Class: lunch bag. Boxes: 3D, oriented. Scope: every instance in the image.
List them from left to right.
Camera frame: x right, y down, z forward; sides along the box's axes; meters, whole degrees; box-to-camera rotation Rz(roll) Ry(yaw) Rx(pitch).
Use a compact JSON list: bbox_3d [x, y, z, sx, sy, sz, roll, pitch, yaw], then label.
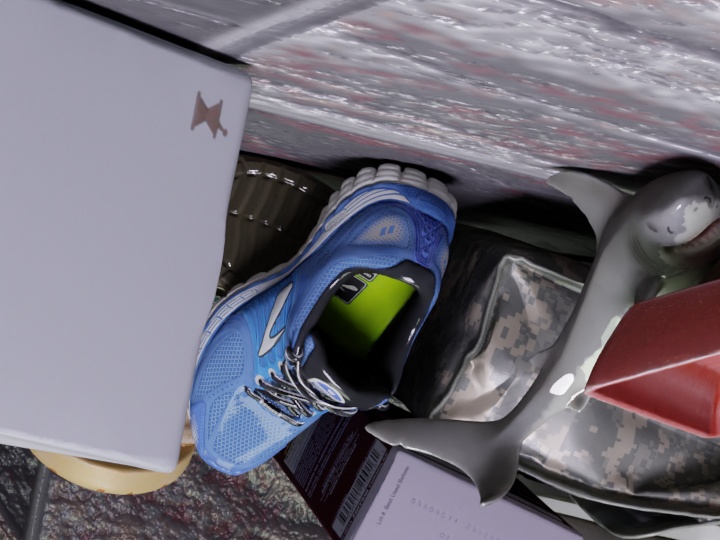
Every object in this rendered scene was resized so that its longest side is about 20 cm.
[{"bbox_3d":[0.126,0.066,1.291,0.200,0.118,0.164,24,-177,-10],"label":"lunch bag"}]

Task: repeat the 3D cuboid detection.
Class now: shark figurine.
[{"bbox_3d":[0.099,0.006,1.120,0.090,0.215,0.128,47,-142,12],"label":"shark figurine"}]

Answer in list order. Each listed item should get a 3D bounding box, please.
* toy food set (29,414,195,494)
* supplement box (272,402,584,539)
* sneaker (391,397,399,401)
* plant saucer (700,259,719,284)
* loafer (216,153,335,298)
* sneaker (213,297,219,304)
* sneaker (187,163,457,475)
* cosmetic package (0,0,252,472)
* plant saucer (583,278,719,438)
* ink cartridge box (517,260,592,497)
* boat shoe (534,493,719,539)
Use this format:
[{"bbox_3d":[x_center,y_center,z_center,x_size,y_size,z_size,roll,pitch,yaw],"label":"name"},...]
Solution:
[{"bbox_3d":[-0.140,0.055,1.428,0.200,0.049,0.198,32,-156,32],"label":"toy food set"},{"bbox_3d":[0.029,0.114,1.279,0.109,0.061,0.200,26,-176,-15],"label":"supplement box"},{"bbox_3d":[0.000,0.000,1.442,0.200,0.089,0.074,37,166,39],"label":"sneaker"},{"bbox_3d":[0.243,0.014,1.243,0.200,0.037,0.200,10,175,1],"label":"plant saucer"},{"bbox_3d":[-0.083,-0.029,1.309,0.199,0.076,0.067,22,175,-4],"label":"loafer"},{"bbox_3d":[-0.127,-0.007,1.437,0.070,0.094,0.200,2,178,-28],"label":"sneaker"},{"bbox_3d":[-0.026,0.038,1.237,0.078,0.089,0.200,26,126,-18],"label":"sneaker"},{"bbox_3d":[-0.179,-0.023,1.003,0.200,0.168,0.166,6,172,39],"label":"cosmetic package"},{"bbox_3d":[0.210,0.021,1.056,0.199,0.037,0.200,-17,165,20],"label":"plant saucer"},{"bbox_3d":[0.162,0.074,1.470,0.199,0.147,0.084,8,172,28],"label":"ink cartridge box"},{"bbox_3d":[0.136,0.158,1.364,0.072,0.061,0.201,14,174,-32],"label":"boat shoe"}]
